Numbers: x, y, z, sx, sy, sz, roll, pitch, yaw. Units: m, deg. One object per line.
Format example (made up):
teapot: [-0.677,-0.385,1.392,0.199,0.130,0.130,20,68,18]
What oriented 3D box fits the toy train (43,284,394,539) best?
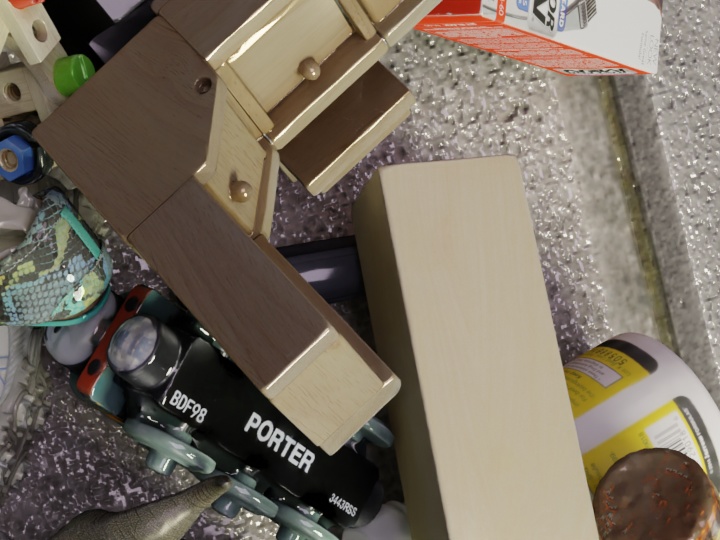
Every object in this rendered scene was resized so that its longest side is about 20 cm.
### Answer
toy train: [-0.069,0.070,0.889,0.200,0.114,0.085,39,75,-46]

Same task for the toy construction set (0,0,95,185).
toy construction set: [-0.196,-0.098,0.844,0.092,0.199,0.132,-30,108,-44]

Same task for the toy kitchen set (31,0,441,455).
toy kitchen set: [0.006,-0.043,0.812,0.200,0.163,0.180,-43,59,-2]

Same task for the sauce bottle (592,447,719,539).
sauce bottle: [0.169,0.162,0.948,0.066,0.066,0.200,-53,146,-16]

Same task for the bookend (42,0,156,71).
bookend: [-0.098,-0.137,0.869,0.092,0.200,0.199,-42,102,-12]

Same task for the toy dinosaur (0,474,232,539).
toy dinosaur: [-0.115,0.148,0.847,0.102,0.200,0.077,18,62,-16]

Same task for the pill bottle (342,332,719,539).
pill bottle: [0.094,0.125,0.985,0.199,0.111,0.112,-28,98,-21]

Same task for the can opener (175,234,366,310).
can opener: [0.000,0.000,0.979,0.199,0.063,0.079,-7,91,-23]

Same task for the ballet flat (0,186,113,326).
ballet flat: [-0.211,-0.007,0.842,0.199,0.074,0.075,-7,90,17]

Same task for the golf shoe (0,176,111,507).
golf shoe: [-0.198,0.045,0.905,0.097,0.078,0.201,17,78,0]

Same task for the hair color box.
hair color box: [0.094,-0.172,0.970,0.200,0.064,0.112,5,89,-57]

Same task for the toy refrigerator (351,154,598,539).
toy refrigerator: [0.053,0.050,0.907,0.076,0.070,0.201,-7,74,-16]
